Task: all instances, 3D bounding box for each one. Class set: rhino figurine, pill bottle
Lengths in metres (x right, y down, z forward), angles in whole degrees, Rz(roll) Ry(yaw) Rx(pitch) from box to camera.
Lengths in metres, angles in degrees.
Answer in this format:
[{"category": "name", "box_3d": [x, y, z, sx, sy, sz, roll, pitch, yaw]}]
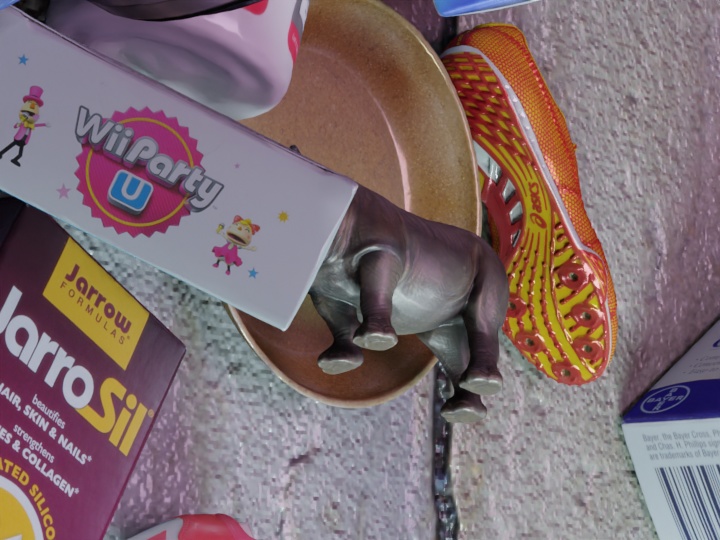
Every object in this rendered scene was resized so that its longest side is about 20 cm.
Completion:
[{"category": "rhino figurine", "box_3d": [0.000, 0.000, 1.199, 0.200, 0.060, 0.088, 26, 54, -43]}, {"category": "pill bottle", "box_3d": [-0.063, -0.177, 1.158, 0.111, 0.110, 0.201, 33, 63, -42]}]

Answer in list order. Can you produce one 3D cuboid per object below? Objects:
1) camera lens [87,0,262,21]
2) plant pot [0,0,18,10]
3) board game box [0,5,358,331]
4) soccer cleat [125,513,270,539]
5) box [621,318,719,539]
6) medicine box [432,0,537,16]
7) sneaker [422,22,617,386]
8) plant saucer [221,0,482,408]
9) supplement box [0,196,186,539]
[{"category": "camera lens", "box_3d": [-0.074, -0.208, 0.990, 0.160, 0.160, 0.200, -52, 125, -38]}, {"category": "plant pot", "box_3d": [-0.229, -0.150, 0.907, 0.180, 0.200, 0.200, -48, 121, -32]}, {"category": "board game box", "box_3d": [-0.080, -0.038, 1.026, 0.147, 0.200, 0.064, 27, 89, -1]}, {"category": "soccer cleat", "box_3d": [-0.068, 0.206, 1.168, 0.076, 0.067, 0.201, -10, 101, -18]}, {"category": "box", "box_3d": [0.280, 0.074, 1.478, 0.200, 0.184, 0.105, -39, 114, -44]}, {"category": "medicine box", "box_3d": [0.075, -0.246, 1.283, 0.182, 0.103, 0.201, -53, 128, -67]}, {"category": "sneaker", "box_3d": [0.096, -0.035, 1.363, 0.077, 0.073, 0.201, -44, 122, -53]}, {"category": "plant saucer", "box_3d": [-0.017, -0.034, 1.256, 0.200, 0.035, 0.201, 5, 83, -48]}, {"category": "supplement box", "box_3d": [-0.164, 0.083, 1.037, 0.110, 0.085, 0.200, 46, 54, -36]}]
